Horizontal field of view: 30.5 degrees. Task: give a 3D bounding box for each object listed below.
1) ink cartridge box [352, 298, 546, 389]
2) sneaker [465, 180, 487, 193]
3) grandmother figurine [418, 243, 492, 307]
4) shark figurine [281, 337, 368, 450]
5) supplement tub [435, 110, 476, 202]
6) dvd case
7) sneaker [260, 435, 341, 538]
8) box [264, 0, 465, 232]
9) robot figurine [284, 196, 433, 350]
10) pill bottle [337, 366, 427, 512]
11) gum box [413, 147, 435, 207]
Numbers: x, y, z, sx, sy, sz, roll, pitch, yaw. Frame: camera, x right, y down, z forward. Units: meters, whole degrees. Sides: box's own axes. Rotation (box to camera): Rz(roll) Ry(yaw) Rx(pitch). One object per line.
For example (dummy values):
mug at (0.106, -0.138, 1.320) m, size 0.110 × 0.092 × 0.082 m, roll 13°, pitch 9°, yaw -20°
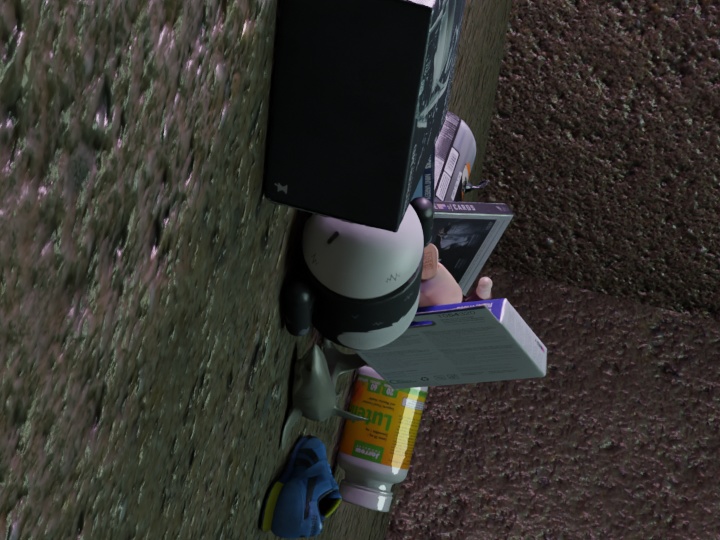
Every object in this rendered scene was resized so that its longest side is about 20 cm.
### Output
ink cartridge box at (0.087, 0.073, 1.478) m, size 0.200 × 0.194 × 0.044 m, roll 48°, pitch 43°, yaw -52°
sneaker at (0.104, -0.144, 1.752) m, size 0.078 × 0.138 × 0.203 m, roll 44°, pitch 60°, yaw -81°
grandmother figurine at (0.096, 0.034, 1.512) m, size 0.200 × 0.120 × 0.061 m, roll 49°, pitch 35°, yaw -57°
shark figurine at (-0.028, 0.143, 1.501) m, size 0.214 × 0.088 × 0.130 m, roll -9°, pitch 113°, yaw -80°
supplement tub at (0.063, -0.094, 1.604) m, size 0.123 × 0.121 × 0.202 m, roll 94°, pitch 14°, yaw -52°
dvd case at (0.065, -0.016, 1.495) m, size 0.198 × 0.025 × 0.151 m, roll -1°, pitch 133°, yaw -39°
sneaker at (-0.055, 0.252, 1.516) m, size 0.200 × 0.077 × 0.067 m, roll -58°, pitch 158°, yaw -72°
box at (0.010, -0.176, 1.087) m, size 0.197 × 0.122 × 0.202 m, roll -63°, pitch 165°, yaw -52°
robot figurine at (0.000, -0.002, 1.309) m, size 0.201 × 0.123 × 0.152 m, roll 92°, pitch 12°, yaw -61°
pill bottle at (0.027, 0.254, 1.990) m, size 0.111 × 0.110 × 0.203 m, roll 46°, pitch 58°, yaw -81°
gum box at (0.047, -0.182, 1.371) m, size 0.171 × 0.044 × 0.202 m, roll 87°, pitch -3°, yaw -60°
